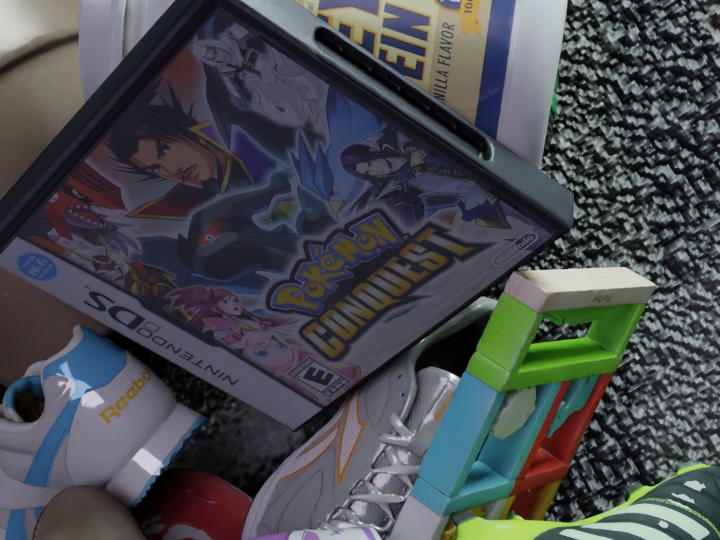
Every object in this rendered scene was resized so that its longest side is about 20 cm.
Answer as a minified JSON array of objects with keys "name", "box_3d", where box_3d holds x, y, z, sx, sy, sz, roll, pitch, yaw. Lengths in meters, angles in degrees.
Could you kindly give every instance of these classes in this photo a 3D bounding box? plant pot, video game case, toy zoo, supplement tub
[{"name":"plant pot","box_3d":[-0.184,-0.033,0.833,0.199,0.200,0.175,-37,91,12]},{"name":"video game case","box_3d":[-0.042,-0.019,0.665,0.200,0.180,0.026,-38,30,40]},{"name":"toy zoo","box_3d":[0.063,0.093,0.720,0.020,0.131,0.202,31,107,27]},{"name":"supplement tub","box_3d":[-0.013,-0.110,0.688,0.197,0.144,0.146,8,84,3]}]

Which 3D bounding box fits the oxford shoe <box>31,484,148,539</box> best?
[{"name":"oxford shoe","box_3d":[-0.099,0.163,0.637,0.070,0.075,0.201,-11,51,-14]}]

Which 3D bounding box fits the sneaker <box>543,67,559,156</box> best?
[{"name":"sneaker","box_3d":[0.012,-0.106,0.823,0.198,0.078,0.086,9,70,19]}]

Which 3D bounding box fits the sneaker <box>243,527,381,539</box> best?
[{"name":"sneaker","box_3d":[-0.009,0.191,0.611,0.113,0.073,0.202,-11,57,3]}]

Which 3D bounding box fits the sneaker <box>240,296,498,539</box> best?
[{"name":"sneaker","box_3d":[0.012,0.086,0.726,0.075,0.092,0.201,35,57,-10]}]

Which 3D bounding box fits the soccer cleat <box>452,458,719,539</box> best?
[{"name":"soccer cleat","box_3d":[0.121,0.136,0.686,0.081,0.198,0.068,54,139,40]}]

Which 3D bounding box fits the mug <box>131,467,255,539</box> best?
[{"name":"mug","box_3d":[-0.122,0.221,0.744,0.133,0.200,0.179,32,137,21]}]

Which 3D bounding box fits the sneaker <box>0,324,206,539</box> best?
[{"name":"sneaker","box_3d":[-0.153,0.093,0.783,0.081,0.077,0.200,45,135,-6]}]
